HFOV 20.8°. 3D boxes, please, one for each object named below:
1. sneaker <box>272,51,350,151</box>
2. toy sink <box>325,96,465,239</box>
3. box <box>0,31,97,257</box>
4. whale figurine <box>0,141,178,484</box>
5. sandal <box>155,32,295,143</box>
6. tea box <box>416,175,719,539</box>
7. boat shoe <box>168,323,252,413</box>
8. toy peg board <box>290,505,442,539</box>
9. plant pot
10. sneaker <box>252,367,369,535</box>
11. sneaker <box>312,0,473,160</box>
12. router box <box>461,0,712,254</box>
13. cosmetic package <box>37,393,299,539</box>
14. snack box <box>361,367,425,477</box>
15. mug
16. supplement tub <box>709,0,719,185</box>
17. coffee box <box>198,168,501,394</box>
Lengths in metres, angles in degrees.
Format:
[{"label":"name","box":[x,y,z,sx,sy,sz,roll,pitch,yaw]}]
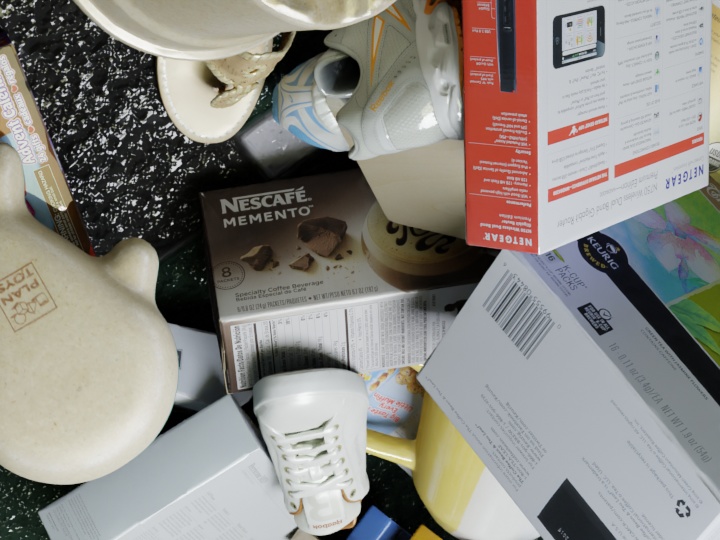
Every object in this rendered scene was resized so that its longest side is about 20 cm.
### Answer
[{"label":"sneaker","box":[0.030,-0.113,1.284,0.199,0.072,0.073,-1,96,-39]},{"label":"toy sink","box":[0.102,-0.119,1.211,0.200,0.130,0.113,-46,125,-24]},{"label":"box","box":[-0.239,-0.024,1.186,0.136,0.039,0.201,-23,112,-9]},{"label":"whale figurine","box":[-0.190,0.028,1.157,0.158,0.104,0.201,-32,89,-6]},{"label":"sandal","box":[-0.071,-0.156,1.190,0.077,0.070,0.213,0,123,-26]},{"label":"tea box","box":[0.181,0.072,1.177,0.196,0.200,0.134,-20,153,-42]},{"label":"boat shoe","box":[-0.164,0.054,1.301,0.199,0.069,0.056,23,155,-28]},{"label":"toy peg board","box":[0.080,0.247,1.455,0.098,0.199,0.200,-51,146,-5]},{"label":"plant pot","box":[-0.055,-0.204,1.050,0.199,0.183,0.203,-6,104,-25]},{"label":"sneaker","box":[-0.023,0.123,1.287,0.072,0.085,0.200,-10,158,5]},{"label":"sneaker","box":[0.014,-0.140,1.115,0.091,0.201,0.076,-17,130,9]},{"label":"router box","box":[0.129,-0.118,1.086,0.199,0.049,0.181,-19,113,-51]},{"label":"cosmetic package","box":[-0.120,0.171,1.362,0.150,0.052,0.200,-30,157,-2]},{"label":"snack box","box":[0.015,0.082,1.432,0.072,0.024,0.200,-41,131,5]},{"label":"mug","box":[0.091,0.105,1.407,0.149,0.186,0.154,-35,151,-49]},{"label":"supplement tub","box":[0.226,-0.142,1.296,0.144,0.145,0.201,19,114,-35]},{"label":"coffee box","box":[0.000,0.000,1.276,0.198,0.114,0.080,-8,140,-4]}]
